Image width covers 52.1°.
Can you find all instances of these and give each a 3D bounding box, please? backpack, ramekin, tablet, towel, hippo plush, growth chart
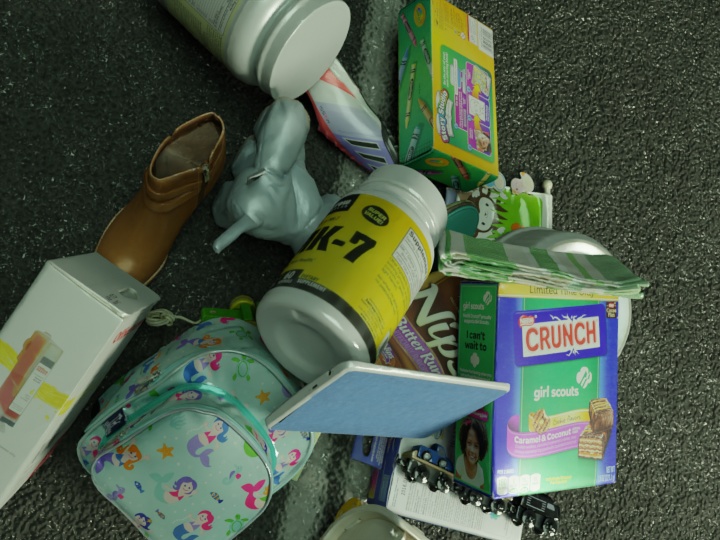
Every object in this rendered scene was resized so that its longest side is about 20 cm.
[{"bbox_3d":[-0.143,0.153,0.688,0.198,0.151,0.179,-37,110,-1],"label":"backpack"},{"bbox_3d":[0.232,0.046,0.879,0.197,0.094,0.209,1,87,-21],"label":"ramekin"},{"bbox_3d":[0.027,0.118,0.652,0.196,0.130,0.014,13,52,-38],"label":"tablet"},{"bbox_3d":[0.174,-0.010,0.748,0.194,0.153,0.024,7,103,3],"label":"towel"},{"bbox_3d":[-0.056,-0.075,0.779,0.158,0.200,0.162,28,95,-19],"label":"hippo plush"},{"bbox_3d":[0.163,-0.054,0.926,0.194,0.018,0.149,-2,82,-20],"label":"growth chart"}]

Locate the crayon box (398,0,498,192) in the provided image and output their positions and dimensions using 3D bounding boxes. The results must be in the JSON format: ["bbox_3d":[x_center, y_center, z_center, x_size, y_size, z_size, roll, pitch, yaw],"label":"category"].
[{"bbox_3d":[0.105,-0.211,0.880,0.117,0.058,0.206,14,70,-39],"label":"crayon box"}]

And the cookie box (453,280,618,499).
[{"bbox_3d":[0.182,0.115,0.758,0.167,0.075,0.206,3,88,-28],"label":"cookie box"}]

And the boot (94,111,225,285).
[{"bbox_3d":[-0.205,-0.066,0.737,0.073,0.154,0.203,34,73,-9],"label":"boot"}]

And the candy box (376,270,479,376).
[{"bbox_3d":[0.052,0.074,0.773,0.196,0.056,0.120,-19,86,-28],"label":"candy box"}]

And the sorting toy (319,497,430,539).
[{"bbox_3d":[0.025,0.356,0.775,0.179,0.107,0.201,39,90,-23],"label":"sorting toy"}]

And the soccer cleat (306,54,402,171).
[{"bbox_3d":[-0.008,-0.166,0.873,0.072,0.068,0.202,-34,100,8],"label":"soccer cleat"}]

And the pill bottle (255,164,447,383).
[{"bbox_3d":[0.000,0.000,0.680,0.114,0.114,0.201,41,53,-7],"label":"pill bottle"}]

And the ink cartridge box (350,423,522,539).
[{"bbox_3d":[0.090,0.211,0.827,0.195,0.076,0.140,19,74,-15],"label":"ink cartridge box"}]

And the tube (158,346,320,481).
[{"bbox_3d":[-0.134,0.149,0.784,0.197,0.058,0.053,29,38,-14],"label":"tube"}]

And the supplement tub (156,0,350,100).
[{"bbox_3d":[-0.120,-0.294,0.785,0.200,0.146,0.145,43,71,11],"label":"supplement tub"}]

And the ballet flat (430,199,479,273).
[{"bbox_3d":[0.058,-0.006,0.853,0.070,0.071,0.202,38,81,-8],"label":"ballet flat"}]

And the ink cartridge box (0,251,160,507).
[{"bbox_3d":[-0.281,0.089,0.664,0.083,0.145,0.202,36,91,-6],"label":"ink cartridge box"}]

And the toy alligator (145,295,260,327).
[{"bbox_3d":[-0.132,0.066,0.795,0.194,0.060,0.056,-2,122,-18],"label":"toy alligator"}]

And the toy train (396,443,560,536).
[{"bbox_3d":[0.128,0.228,0.779,0.196,0.034,0.047,25,69,-12],"label":"toy train"}]
